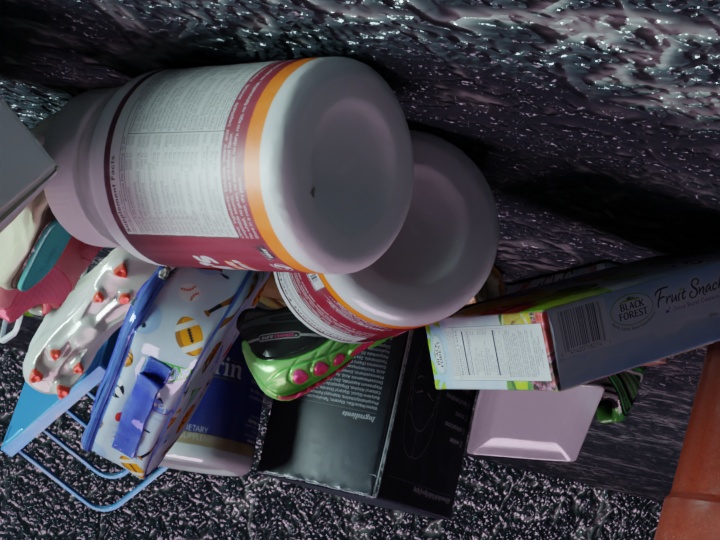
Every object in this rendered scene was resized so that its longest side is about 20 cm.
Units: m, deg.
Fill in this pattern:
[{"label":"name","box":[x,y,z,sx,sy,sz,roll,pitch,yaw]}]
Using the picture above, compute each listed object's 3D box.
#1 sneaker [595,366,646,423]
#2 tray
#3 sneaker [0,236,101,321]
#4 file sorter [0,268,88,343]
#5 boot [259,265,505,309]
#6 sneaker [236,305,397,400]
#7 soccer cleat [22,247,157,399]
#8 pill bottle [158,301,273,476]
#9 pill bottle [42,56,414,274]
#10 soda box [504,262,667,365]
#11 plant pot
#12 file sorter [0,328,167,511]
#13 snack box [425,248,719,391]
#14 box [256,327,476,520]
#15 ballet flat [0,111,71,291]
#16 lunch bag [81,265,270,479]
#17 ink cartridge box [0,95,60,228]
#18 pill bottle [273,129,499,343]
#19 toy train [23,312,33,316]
[{"label":"sneaker","box":[0.185,0.091,1.436,0.198,0.086,0.078,18,169,-28]},{"label":"tray","box":[0.155,0.129,1.408,0.106,0.022,0.201,5,155,2]},{"label":"sneaker","box":[-0.237,-0.014,1.174,0.073,0.088,0.200,10,-166,15]},{"label":"file sorter","box":[-0.345,-0.009,1.383,0.198,0.126,0.139,15,169,-17]},{"label":"boot","box":[0.000,0.000,1.229,0.197,0.067,0.175,5,172,22]},{"label":"sneaker","box":[-0.005,0.014,1.112,0.199,0.084,0.077,-30,167,-35]},{"label":"soccer cleat","box":[-0.210,0.022,1.287,0.069,0.200,0.078,39,-162,-29]},{"label":"pill bottle","box":[-0.134,0.067,1.327,0.114,0.203,0.116,8,168,2]},{"label":"pill bottle","box":[-0.077,-0.056,0.840,0.198,0.111,0.109,2,167,42]},{"label":"soda box","box":[0.173,0.041,1.231,0.068,0.064,0.200,14,169,-16]},{"label":"plant pot","box":[0.346,0.154,1.271,0.198,0.198,0.201,11,171,2]},{"label":"file sorter","box":[-0.229,0.104,1.464,0.138,0.201,0.123,-38,114,22]},{"label":"snack box","box":[0.159,0.028,0.976,0.198,0.054,0.142,-13,-176,-27]},{"label":"box","box":[0.018,0.108,1.400,0.122,0.199,0.200,7,169,24]},{"label":"ballet flat","box":[-0.197,-0.060,0.995,0.069,0.070,0.200,17,135,-32]},{"label":"lunch bag","box":[-0.135,0.050,1.127,0.075,0.161,0.201,29,136,2]},{"label":"ink cartridge box","box":[-0.255,-0.071,0.868,0.146,0.083,0.200,50,162,-9]},{"label":"pill bottle","box":[0.006,-0.014,0.969,0.112,0.115,0.200,13,171,-11]},{"label":"toy train","box":[-0.271,-0.014,1.286,0.084,0.117,0.199,3,167,46]}]
